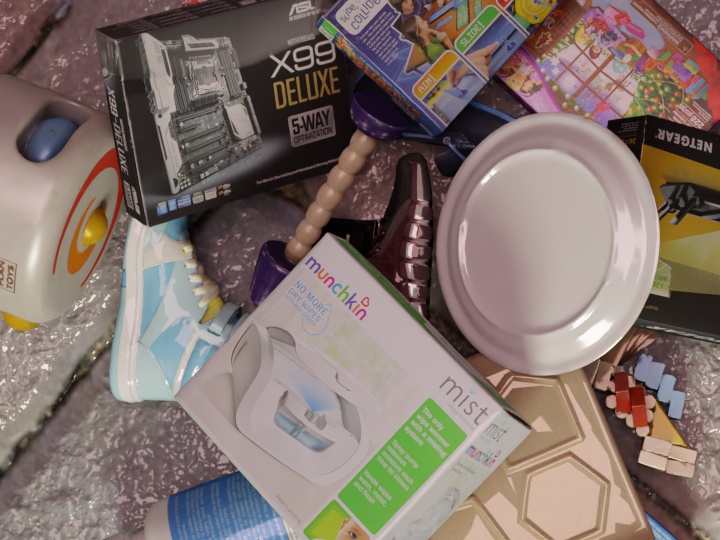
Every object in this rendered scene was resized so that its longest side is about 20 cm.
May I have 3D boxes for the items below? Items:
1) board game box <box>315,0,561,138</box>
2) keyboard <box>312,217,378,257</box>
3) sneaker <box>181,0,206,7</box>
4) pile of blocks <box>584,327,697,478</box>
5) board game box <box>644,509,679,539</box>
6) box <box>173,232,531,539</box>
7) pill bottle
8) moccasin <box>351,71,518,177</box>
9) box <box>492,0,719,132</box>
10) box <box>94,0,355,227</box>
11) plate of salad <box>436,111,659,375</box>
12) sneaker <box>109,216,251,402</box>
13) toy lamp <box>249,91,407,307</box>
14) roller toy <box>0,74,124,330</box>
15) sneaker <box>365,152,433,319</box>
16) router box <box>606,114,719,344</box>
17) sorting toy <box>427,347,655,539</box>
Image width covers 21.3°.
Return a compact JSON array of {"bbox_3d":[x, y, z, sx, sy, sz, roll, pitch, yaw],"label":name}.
[{"bbox_3d":[0.079,-0.225,1.553,0.135,0.034,0.200,44,77,-3],"label":"board game box"},{"bbox_3d":[-0.015,0.057,1.612,0.104,0.040,0.201,6,83,30],"label":"keyboard"},{"bbox_3d":[-0.053,-0.223,1.629,0.200,0.067,0.108,-8,83,10],"label":"sneaker"},{"bbox_3d":[0.217,0.081,1.558,0.082,0.062,0.200,-38,80,1],"label":"pile of blocks"},{"bbox_3d":[0.129,0.236,1.526,0.200,0.041,0.200,41,89,-12],"label":"board game box"},{"bbox_3d":[-0.004,0.107,1.441,0.177,0.097,0.200,-46,67,4],"label":"box"},{"bbox_3d":[-0.109,0.225,1.556,0.199,0.112,0.113,-20,81,4],"label":"pill bottle"},{"bbox_3d":[0.083,-0.108,1.600,0.199,0.080,0.068,21,91,23],"label":"moccasin"},{"bbox_3d":[0.206,-0.167,1.601,0.200,0.039,0.137,44,90,10],"label":"box"},{"bbox_3d":[-0.105,-0.140,1.555,0.199,0.050,0.158,-17,115,-24],"label":"box"},{"bbox_3d":[0.145,-0.020,1.461,0.199,0.048,0.201,-3,85,38],"label":"plate of salad"},{"bbox_3d":[-0.133,0.018,1.604,0.130,0.080,0.201,8,94,10],"label":"sneaker"},{"bbox_3d":[-0.032,-0.050,1.572,0.058,0.058,0.200,35,114,10],"label":"toy lamp"},{"bbox_3d":[-0.274,-0.055,1.575,0.139,0.182,0.201,22,86,8],"label":"roller toy"},{"bbox_3d":[0.000,0.000,1.543,0.115,0.076,0.201,2,76,3],"label":"sneaker"},{"bbox_3d":[0.277,-0.025,1.514,0.199,0.052,0.158,11,83,-29],"label":"router box"},{"bbox_3d":[0.108,0.161,1.465,0.184,0.036,0.201,-24,69,7],"label":"sorting toy"}]
